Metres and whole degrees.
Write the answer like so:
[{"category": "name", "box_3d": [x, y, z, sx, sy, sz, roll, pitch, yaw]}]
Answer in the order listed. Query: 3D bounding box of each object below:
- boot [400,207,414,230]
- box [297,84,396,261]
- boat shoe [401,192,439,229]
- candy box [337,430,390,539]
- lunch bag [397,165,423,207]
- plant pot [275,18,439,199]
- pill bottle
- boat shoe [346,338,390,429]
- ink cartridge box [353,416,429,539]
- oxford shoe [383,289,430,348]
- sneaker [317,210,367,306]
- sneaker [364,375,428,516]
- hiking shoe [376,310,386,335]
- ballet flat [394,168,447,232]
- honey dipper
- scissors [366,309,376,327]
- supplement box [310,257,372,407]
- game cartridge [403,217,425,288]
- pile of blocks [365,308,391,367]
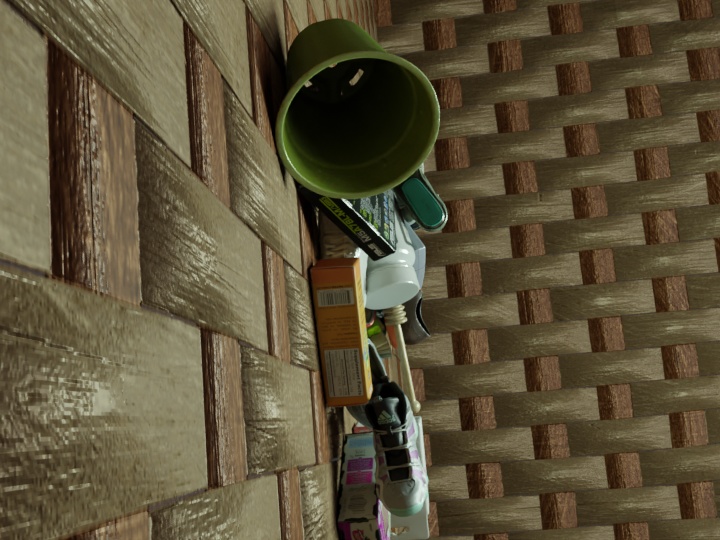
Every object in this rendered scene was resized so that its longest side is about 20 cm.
[{"category": "boot", "box_3d": [0.031, -0.109, 1.718, 0.200, 0.131, 0.068, 78, 8, -50]}, {"category": "box", "box_3d": [-0.017, -0.143, 1.316, 0.193, 0.047, 0.200, 39, 37, -41]}, {"category": "boat shoe", "box_3d": [0.115, -0.115, 1.654, 0.060, 0.076, 0.200, 44, 22, -14]}, {"category": "candy box", "box_3d": [0.009, 0.357, 1.373, 0.200, 0.061, 0.136, -87, 169, -62]}, {"category": "lunch bag", "box_3d": [0.044, -0.209, 1.651, 0.168, 0.139, 0.200, 55, 12, -17]}, {"category": "plant pot", "box_3d": [-0.022, -0.225, 1.155, 0.190, 0.200, 0.200, -110, -173, -50]}, {"category": "pill bottle", "box_3d": [0.022, -0.047, 1.461, 0.113, 0.113, 0.200, 72, 1, -66]}, {"category": "boat shoe", "box_3d": [0.014, 0.173, 1.385, 0.074, 0.065, 0.202, -45, 131, -32]}, {"category": "ink cartridge box", "box_3d": [0.056, 0.359, 1.572, 0.067, 0.116, 0.200, -8, 93, -85]}, {"category": "oxford shoe", "box_3d": [0.069, 0.028, 1.543, 0.071, 0.072, 0.200, -22, 98, -73]}, {"category": "sneaker", "box_3d": [-0.028, -0.015, 1.347, 0.081, 0.076, 0.200, -47, 130, -70]}, {"category": "sneaker", "box_3d": [0.041, 0.235, 1.287, 0.200, 0.078, 0.140, -101, 175, -52]}, {"category": "hiking shoe", "box_3d": [0.008, 0.114, 1.649, 0.200, 0.076, 0.101, -86, -168, -84]}, {"category": "ballet flat", "box_3d": [0.071, -0.148, 1.468, 0.200, 0.067, 0.064, 58, 0, 0]}, {"category": "honey dipper", "box_3d": [0.069, 0.139, 1.503, 0.038, 0.038, 0.200, -58, 138, -81]}, {"category": "scissors", "box_3d": [0.000, 0.000, 1.515, 0.014, 0.073, 0.200, -43, -146, 55]}, {"category": "supplement box", "box_3d": [-0.025, 0.086, 1.273, 0.067, 0.069, 0.200, -62, 148, -76]}, {"category": "game cartridge", "box_3d": [0.061, -0.010, 1.627, 0.133, 0.042, 0.200, 60, -24, 30]}, {"category": "pile of blocks", "box_3d": [0.008, 0.137, 1.481, 0.062, 0.082, 0.200, 76, 10, -58]}]
